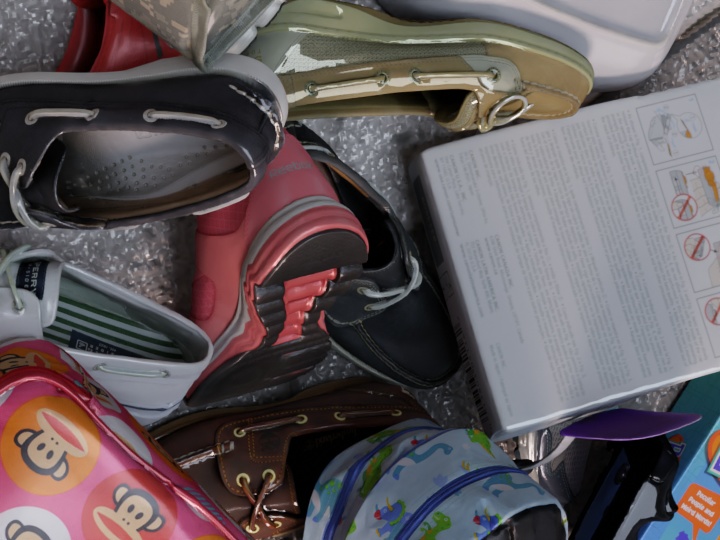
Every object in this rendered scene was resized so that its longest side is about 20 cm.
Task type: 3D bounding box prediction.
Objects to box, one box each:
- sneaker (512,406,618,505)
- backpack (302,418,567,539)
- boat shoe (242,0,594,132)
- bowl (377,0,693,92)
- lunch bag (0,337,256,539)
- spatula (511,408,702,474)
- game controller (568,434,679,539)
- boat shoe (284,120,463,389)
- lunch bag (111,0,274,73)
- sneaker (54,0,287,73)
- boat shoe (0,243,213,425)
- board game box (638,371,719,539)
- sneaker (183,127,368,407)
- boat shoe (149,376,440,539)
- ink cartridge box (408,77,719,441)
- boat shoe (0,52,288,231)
[{"bbox_3d":[0.142,0.045,1.107,0.078,0.085,0.202,-28,129,-67],"label":"sneaker"},{"bbox_3d":[0.036,0.178,1.014,0.162,0.154,0.201,-21,150,-28],"label":"backpack"},{"bbox_3d":[0.030,-0.096,1.002,0.199,0.073,0.064,8,75,-25],"label":"boat shoe"},{"bbox_3d":[0.121,-0.203,1.039,0.198,0.074,0.202,17,95,-34],"label":"bowl"},{"bbox_3d":[-0.147,0.151,0.885,0.176,0.082,0.200,-45,109,-2],"label":"lunch bag"},{"bbox_3d":[0.100,0.101,1.062,0.056,0.199,0.021,-15,83,-42],"label":"spatula"},{"bbox_3d":[0.147,0.139,1.107,0.042,0.200,0.105,37,94,5],"label":"game controller"},{"bbox_3d":[0.000,0.000,1.036,0.072,0.067,0.200,-46,124,-12],"label":"boat shoe"},{"bbox_3d":[-0.066,-0.221,0.858,0.200,0.164,0.118,-48,165,-19],"label":"lunch bag"},{"bbox_3d":[-0.096,-0.133,0.932,0.085,0.077,0.201,38,84,-28],"label":"sneaker"},{"bbox_3d":[-0.163,0.014,0.921,0.198,0.067,0.074,18,52,-29],"label":"boat shoe"},{"bbox_3d":[0.227,0.174,1.239,0.152,0.045,0.201,36,85,-34],"label":"board game box"},{"bbox_3d":[-0.053,-0.001,0.970,0.073,0.087,0.200,-12,155,-27],"label":"sneaker"},{"bbox_3d":[-0.049,0.109,1.039,0.198,0.070,0.071,-21,116,-23],"label":"boat shoe"},{"bbox_3d":[0.142,-0.010,1.059,0.198,0.047,0.162,-14,80,-12],"label":"ink cartridge box"},{"bbox_3d":[-0.130,-0.049,0.884,0.198,0.061,0.074,-7,128,14],"label":"boat shoe"}]
